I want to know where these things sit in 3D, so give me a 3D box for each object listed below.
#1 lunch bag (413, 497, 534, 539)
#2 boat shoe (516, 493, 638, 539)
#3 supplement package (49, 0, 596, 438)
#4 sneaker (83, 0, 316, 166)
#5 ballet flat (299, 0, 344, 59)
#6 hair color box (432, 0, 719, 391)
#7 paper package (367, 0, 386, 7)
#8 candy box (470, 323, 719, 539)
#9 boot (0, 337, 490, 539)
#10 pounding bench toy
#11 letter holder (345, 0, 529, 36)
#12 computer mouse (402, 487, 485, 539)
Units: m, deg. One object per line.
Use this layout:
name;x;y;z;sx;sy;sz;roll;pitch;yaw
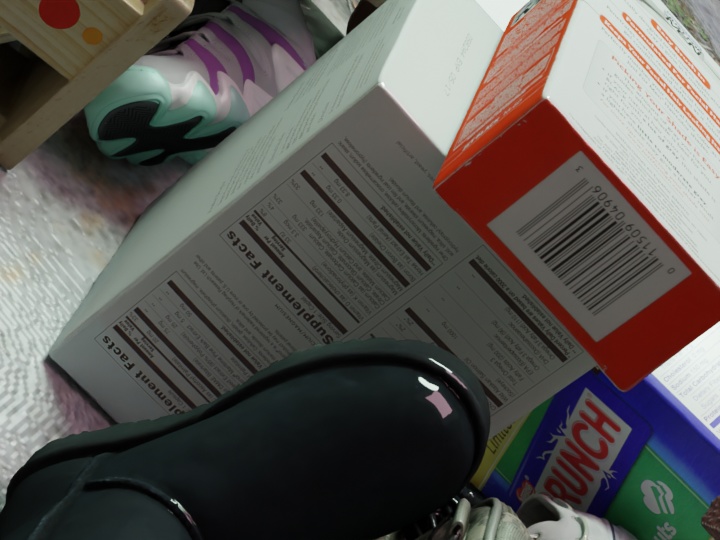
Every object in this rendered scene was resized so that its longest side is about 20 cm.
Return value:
lunch bag;0.050;0.199;0.762;0.200;0.168;0.139;48;26;-8
boat shoe;0.088;0.147;0.906;0.067;0.074;0.200;31;4;2
supplement package;0.000;0.000;0.895;0.151;0.200;0.152;46;27;-12
sneaker;-0.084;-0.126;1.023;0.200;0.078;0.140;8;71;-67
ballet flat;-0.078;-0.158;1.127;0.200;0.068;0.068;40;37;-21
hair color box;0.103;-0.050;0.825;0.111;0.064;0.200;46;28;-10
paper package;-0.037;-0.237;0.994;0.200;0.104;0.191;29;-9;-6
candy box;0.165;0.112;1.002;0.077;0.169;0.200;-34;71;-33
boot;-0.058;0.105;0.689;0.168;0.200;0.077;-68;141;-63
pounding bench toy;-0.142;-0.179;0.890;0.156;0.200;0.124;39;31;-26
letter holder;0.048;-0.050;1.135;0.100;0.142;0.201;1;69;-21
computer mouse;0.091;0.186;0.996;0.200;0.046;0.141;31;27;-29
